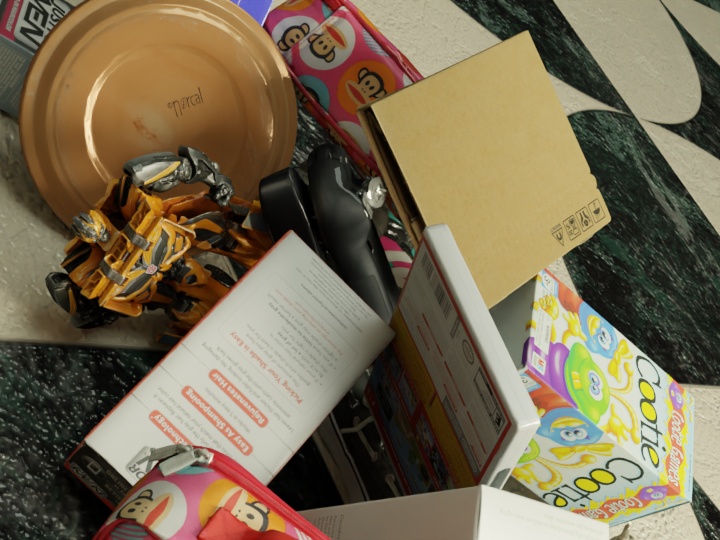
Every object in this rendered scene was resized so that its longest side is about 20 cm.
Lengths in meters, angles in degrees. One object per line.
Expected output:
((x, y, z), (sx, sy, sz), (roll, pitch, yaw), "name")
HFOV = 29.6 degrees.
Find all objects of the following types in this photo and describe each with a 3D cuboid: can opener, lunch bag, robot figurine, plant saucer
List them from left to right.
((-0.140, -0.105, 0.971), (0.200, 0.201, 0.032), (30, 1, -24), "plant saucer")
((-0.116, -0.006, 0.925), (0.058, 0.145, 0.200), (44, 14, 31), "robot figurine")
((-0.051, 0.185, 0.698), (0.200, 0.176, 0.082), (38, 47, 2), "lunch bag")
((0.000, 0.000, 0.951), (0.063, 0.078, 0.200), (-72, 144, -47), "can opener")
((0.009, -0.121, 1.087), (0.200, 0.082, 0.176), (52, -2, 14), "lunch bag")

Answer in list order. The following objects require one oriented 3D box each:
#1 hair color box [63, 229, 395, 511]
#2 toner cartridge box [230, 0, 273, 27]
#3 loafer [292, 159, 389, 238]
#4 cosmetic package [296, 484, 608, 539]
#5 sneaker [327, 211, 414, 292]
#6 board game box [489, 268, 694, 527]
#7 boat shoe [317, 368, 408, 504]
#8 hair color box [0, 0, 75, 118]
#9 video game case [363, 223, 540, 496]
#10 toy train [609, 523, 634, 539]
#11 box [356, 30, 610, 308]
((-0.078, 0.079, 0.853), (0.102, 0.061, 0.200), (45, 57, -3), "hair color box")
((-0.142, -0.142, 1.003), (0.095, 0.200, 0.043), (22, 6, -22), "toner cartridge box")
((-0.038, -0.058, 1.054), (0.070, 0.070, 0.200), (43, -16, -31), "loafer")
((0.036, 0.185, 0.795), (0.107, 0.200, 0.085), (23, 62, -35), "cosmetic package")
((0.036, 0.011, 1.160), (0.200, 0.084, 0.121), (40, 35, -12), "sneaker")
((0.158, 0.103, 1.055), (0.200, 0.103, 0.105), (38, 44, -28), "board game box")
((0.017, 0.126, 0.993), (0.074, 0.068, 0.200), (21, 36, -35), "boat shoe")
((-0.222, -0.150, 1.058), (0.200, 0.061, 0.099), (30, 32, -25), "hair color box")
((0.051, 0.085, 0.861), (0.017, 0.200, 0.143), (-11, 58, -20), "video game case")
((0.166, 0.251, 0.909), (0.084, 0.200, 0.116), (-16, 68, -16), "toy train")
((0.095, -0.072, 0.980), (0.200, 0.021, 0.164), (-31, 99, -44), "box")
